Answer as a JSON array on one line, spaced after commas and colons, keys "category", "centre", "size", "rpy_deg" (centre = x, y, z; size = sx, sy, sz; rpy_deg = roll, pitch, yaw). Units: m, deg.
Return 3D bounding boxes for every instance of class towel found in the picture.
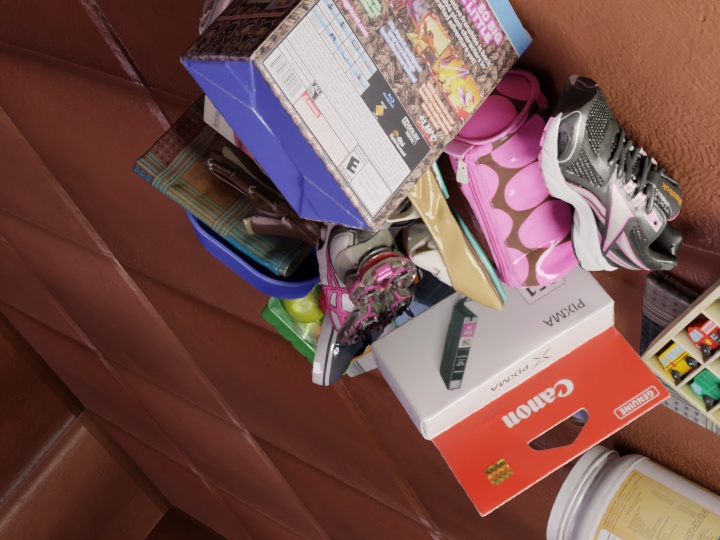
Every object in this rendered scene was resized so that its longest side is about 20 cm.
[{"category": "towel", "centre": [0.330, 0.095, 1.135], "size": [0.199, 0.035, 0.193], "rpy_deg": [31, 155, 28]}, {"category": "towel", "centre": [-0.109, -0.098, 1.317], "size": [0.199, 0.147, 0.022], "rpy_deg": [35, 157, 14]}]

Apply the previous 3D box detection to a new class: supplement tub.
[{"category": "supplement tub", "centre": [0.310, 0.282, 1.375], "size": [0.199, 0.145, 0.145], "rpy_deg": [27, 156, 31]}]

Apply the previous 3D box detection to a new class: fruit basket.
[{"category": "fruit basket", "centre": [-0.023, 0.042, 1.571], "size": [0.185, 0.094, 0.199], "rpy_deg": [44, 143, -12]}]

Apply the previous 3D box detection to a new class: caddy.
[{"category": "caddy", "centre": [-0.094, -0.063, 1.371], "size": [0.199, 0.142, 0.105], "rpy_deg": [36, 162, 7]}]

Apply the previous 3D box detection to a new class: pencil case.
[{"category": "pencil case", "centre": [0.122, -0.066, 1.062], "size": [0.090, 0.094, 0.201], "rpy_deg": [9, 147, 33]}]

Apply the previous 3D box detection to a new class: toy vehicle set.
[{"category": "toy vehicle set", "centre": [0.310, 0.071, 1.047], "size": [0.124, 0.027, 0.200], "rpy_deg": [40, 157, 8]}]

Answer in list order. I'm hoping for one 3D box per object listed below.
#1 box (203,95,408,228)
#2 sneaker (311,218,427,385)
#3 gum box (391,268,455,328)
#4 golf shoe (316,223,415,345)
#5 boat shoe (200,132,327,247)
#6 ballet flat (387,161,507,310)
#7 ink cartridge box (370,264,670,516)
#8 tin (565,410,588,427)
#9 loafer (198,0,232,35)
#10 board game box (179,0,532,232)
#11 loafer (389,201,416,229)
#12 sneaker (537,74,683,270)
[{"category": "box", "centre": [-0.029, -0.135, 1.160], "size": [0.199, 0.109, 0.128], "rpy_deg": [37, 160, 5]}, {"category": "sneaker", "centre": [0.013, 0.023, 1.288], "size": [0.078, 0.202, 0.079], "rpy_deg": [18, 165, 5]}, {"category": "gum box", "centre": [0.097, 0.074, 1.392], "size": [0.171, 0.044, 0.200], "rpy_deg": [53, 167, -22]}, {"category": "golf shoe", "centre": [0.000, 0.000, 1.156], "size": [0.093, 0.072, 0.200], "rpy_deg": [59, 165, 17]}, {"category": "boat shoe", "centre": [-0.077, -0.058, 1.253], "size": [0.202, 0.075, 0.075], "rpy_deg": [47, 179, 25]}, {"category": "ballet flat", "centre": [0.053, -0.044, 1.070], "size": [0.201, 0.063, 0.069], "rpy_deg": [62, -176, -19]}, {"category": "ink cartridge box", "centre": [0.135, 0.084, 1.124], "size": [0.174, 0.199, 0.044], "rpy_deg": [54, 170, 34]}, {"category": "tin", "centre": [0.194, 0.086, 1.330], "size": [0.111, 0.042, 0.201], "rpy_deg": [19, 151, 35]}, {"category": "loafer", "centre": [-0.124, -0.225, 1.203], "size": [0.063, 0.072, 0.200], "rpy_deg": [44, 163, 8]}, {"category": "board game box", "centre": [0.001, -0.158, 0.933], "size": [0.096, 0.200, 0.160], "rpy_deg": [12, 146, 51]}, {"category": "loafer", "centre": [-0.024, -0.116, 1.250], "size": [0.199, 0.072, 0.063], "rpy_deg": [39, 156, 10]}, {"category": "sneaker", "centre": [0.197, -0.069, 0.984], "size": [0.085, 0.081, 0.200], "rpy_deg": [11, 155, 30]}]
